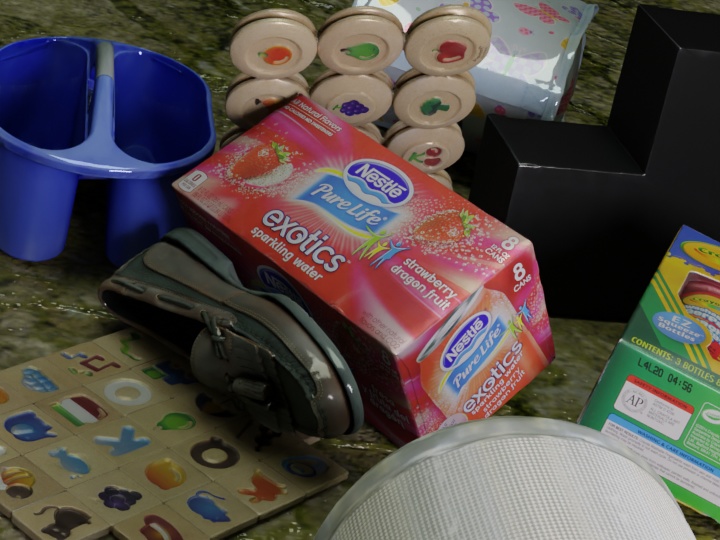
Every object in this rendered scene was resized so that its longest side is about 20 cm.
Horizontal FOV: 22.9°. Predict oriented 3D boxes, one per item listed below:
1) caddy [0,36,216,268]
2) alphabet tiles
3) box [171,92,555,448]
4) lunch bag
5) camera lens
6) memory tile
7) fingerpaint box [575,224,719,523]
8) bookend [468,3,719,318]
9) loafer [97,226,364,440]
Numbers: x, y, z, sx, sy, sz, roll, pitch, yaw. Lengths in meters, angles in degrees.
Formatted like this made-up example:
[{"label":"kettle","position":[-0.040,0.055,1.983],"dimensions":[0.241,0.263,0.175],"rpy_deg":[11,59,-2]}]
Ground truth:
[{"label":"caddy","position":[-0.162,-0.084,1.081],"dimensions":[0.140,0.106,0.200],"rpy_deg":[7,27,-12]},{"label":"alphabet tiles","position":[-0.108,0.083,0.891],"dimensions":[0.166,0.006,0.199],"rpy_deg":[31,31,32]},{"label":"box","position":[0.000,0.000,0.964],"dimensions":[0.099,0.096,0.200],"rpy_deg":[-37,48,-20]},{"label":"lunch bag","position":[0.076,-0.156,1.310],"dimensions":[0.168,0.128,0.200],"rpy_deg":[17,17,6]},{"label":"camera lens","position":[0.064,0.162,0.637],"dimensions":[0.158,0.161,0.200],"rpy_deg":[6,27,-13]},{"label":"memory tile","position":[-0.008,-0.086,1.053],"dimensions":[0.152,0.201,0.017],"rpy_deg":[-1,58,-8]},{"label":"fingerpaint box","position":[0.231,0.074,0.945],"dimensions":[0.199,0.074,0.167],"rpy_deg":[28,29,10]},{"label":"bookend","position":[0.162,-0.078,1.106],"dimensions":[0.198,0.200,0.092],"rpy_deg":[3,27,-15]},{"label":"loafer","position":[-0.071,0.042,0.924],"dimensions":[0.063,0.072,0.200],"rpy_deg":[-25,34,-22]}]
